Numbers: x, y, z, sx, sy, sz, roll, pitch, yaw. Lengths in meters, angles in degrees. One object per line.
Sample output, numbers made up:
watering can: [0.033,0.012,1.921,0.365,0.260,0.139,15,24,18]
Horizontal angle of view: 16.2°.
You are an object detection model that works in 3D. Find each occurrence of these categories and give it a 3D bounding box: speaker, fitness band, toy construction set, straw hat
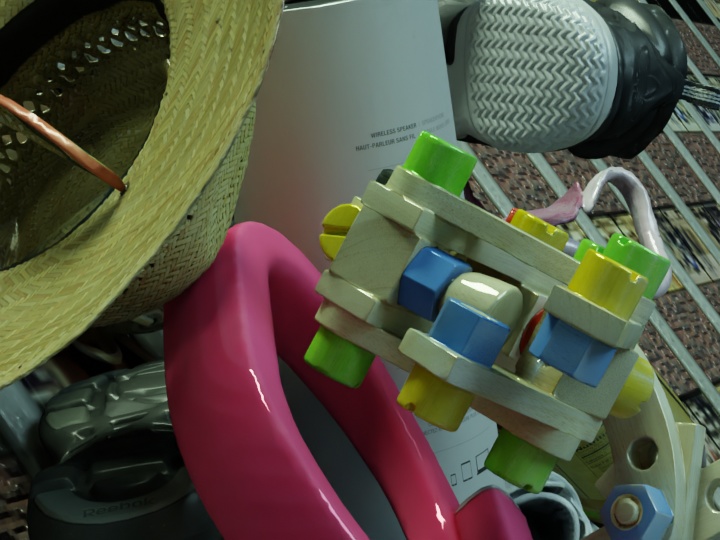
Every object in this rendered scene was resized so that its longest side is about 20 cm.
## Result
speaker: [0.000,0.000,0.855,0.081,0.081,0.200,-55,137,-71]
fitness band: [0.001,0.060,0.726,0.144,0.037,0.200,48,11,-22]
toy construction set: [0.057,0.027,0.733,0.131,0.092,0.200,29,-11,36]
straw hat: [-0.078,-0.033,0.707,0.085,0.201,0.201,37,23,-46]

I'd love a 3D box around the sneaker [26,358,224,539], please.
sneaker: [-0.060,0.077,0.767,0.200,0.075,0.079,-72,150,-76]

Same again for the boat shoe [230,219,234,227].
boat shoe: [-0.059,-0.055,1.001,0.076,0.060,0.200,48,18,-6]

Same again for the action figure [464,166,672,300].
action figure: [0.041,0.001,1.018,0.200,0.149,0.134,48,19,-57]

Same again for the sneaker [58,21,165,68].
sneaker: [-0.052,-0.123,0.972,0.081,0.200,0.075,-83,165,-84]

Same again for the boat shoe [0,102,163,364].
boat shoe: [-0.104,-0.014,0.840,0.073,0.063,0.200,45,8,36]

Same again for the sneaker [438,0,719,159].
sneaker: [0.052,-0.084,1.029,0.114,0.076,0.200,4,10,-44]

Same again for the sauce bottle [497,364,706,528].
sauce bottle: [0.077,0.042,0.978,0.200,0.065,0.065,47,14,-53]

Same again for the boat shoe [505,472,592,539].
boat shoe: [0.054,0.108,0.942,0.072,0.068,0.200,52,17,4]
